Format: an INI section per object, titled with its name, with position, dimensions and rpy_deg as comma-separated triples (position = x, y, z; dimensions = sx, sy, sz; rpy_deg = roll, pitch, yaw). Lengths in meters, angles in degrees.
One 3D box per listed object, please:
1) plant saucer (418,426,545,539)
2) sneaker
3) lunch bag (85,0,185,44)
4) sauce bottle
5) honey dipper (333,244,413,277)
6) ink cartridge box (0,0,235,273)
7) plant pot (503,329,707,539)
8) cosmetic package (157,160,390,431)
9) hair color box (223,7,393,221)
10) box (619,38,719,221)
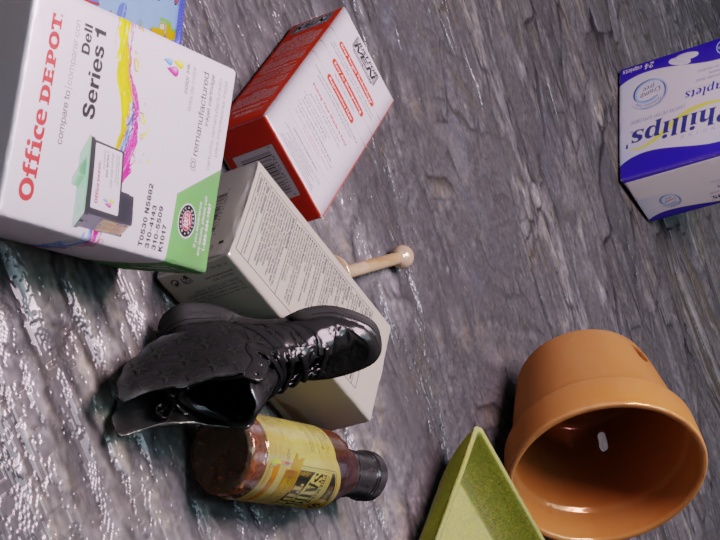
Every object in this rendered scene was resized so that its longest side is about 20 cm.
[plant saucer]
position = 0.106, 0.279, 1.347
dimensions = 0.201, 0.047, 0.201
rpy_deg = 60, 33, -24
[sneaker]
position = -0.075, 0.073, 1.052
dimensions = 0.105, 0.197, 0.061
rpy_deg = -106, -155, -54
[lunch bag]
position = -0.186, -0.214, 1.062
dimensions = 0.150, 0.093, 0.203
rpy_deg = 6, 80, -61
[sauce bottle]
position = -0.046, 0.147, 1.135
dimensions = 0.199, 0.065, 0.067
rpy_deg = 18, 61, -53
[honey dipper]
position = 0.000, 0.000, 1.318
dimensions = 0.200, 0.038, 0.038
rpy_deg = -13, 87, -64
[ink cartridge box]
position = -0.179, -0.087, 0.965
dimensions = 0.199, 0.083, 0.147
rpy_deg = 17, 79, -56
[plant pot]
position = 0.233, 0.155, 1.501
dimensions = 0.200, 0.199, 0.141
rpy_deg = 49, 22, -36
[cosmetic package]
position = -0.062, 0.026, 1.159
dimensions = 0.201, 0.070, 0.106
rpy_deg = 53, 35, -33
[hair color box]
position = -0.045, -0.130, 1.273
dimensions = 0.102, 0.061, 0.201
rpy_deg = 60, 33, -23
[box]
position = 0.452, -0.194, 2.025
dimensions = 0.105, 0.182, 0.202
rpy_deg = 44, 41, -43
